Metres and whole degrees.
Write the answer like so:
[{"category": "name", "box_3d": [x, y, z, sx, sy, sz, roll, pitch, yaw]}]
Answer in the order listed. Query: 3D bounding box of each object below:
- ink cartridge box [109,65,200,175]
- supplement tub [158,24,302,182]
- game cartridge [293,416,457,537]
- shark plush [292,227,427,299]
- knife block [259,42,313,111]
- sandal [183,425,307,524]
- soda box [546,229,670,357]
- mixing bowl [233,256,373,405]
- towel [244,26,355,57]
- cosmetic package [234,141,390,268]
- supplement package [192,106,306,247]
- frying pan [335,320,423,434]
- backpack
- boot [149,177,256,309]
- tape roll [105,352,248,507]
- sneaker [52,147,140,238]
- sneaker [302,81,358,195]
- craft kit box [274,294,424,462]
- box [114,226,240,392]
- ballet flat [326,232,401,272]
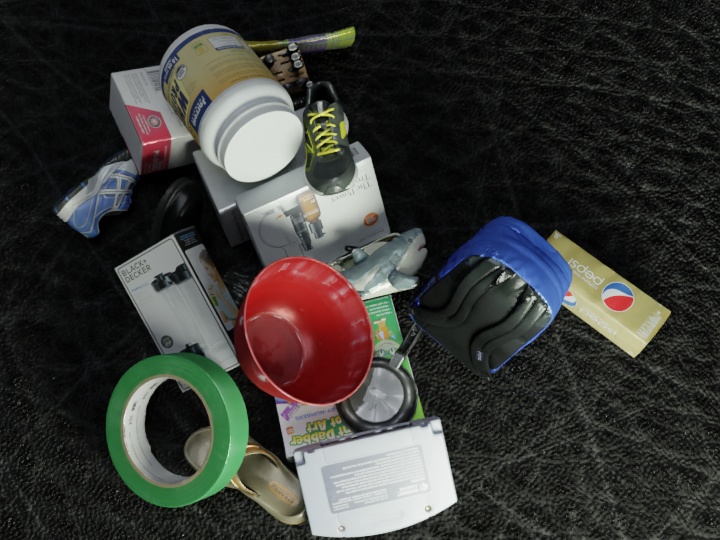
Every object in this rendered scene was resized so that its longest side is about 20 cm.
[{"category": "ink cartridge box", "box_3d": [-0.273, -0.248, 1.334, 0.200, 0.084, 0.145, -17, 66, -26]}, {"category": "supplement tub", "box_3d": [-0.182, -0.234, 1.198, 0.144, 0.145, 0.200, -32, 60, -11]}, {"category": "game cartridge", "box_3d": [0.021, 0.279, 1.126, 0.199, 0.041, 0.133, -12, 92, -1]}, {"category": "shark plush", "box_3d": [0.000, 0.000, 1.218, 0.199, 0.091, 0.084, -13, 88, 7]}, {"category": "knife block", "box_3d": [-0.122, -0.317, 1.323, 0.064, 0.176, 0.200, -19, 56, -7]}, {"category": "sandal", "box_3d": [-0.151, 0.272, 1.155, 0.200, 0.054, 0.080, 30, 71, 14]}, {"category": "soda box", "box_3d": [0.339, 0.033, 1.229, 0.200, 0.068, 0.064, 39, 73, 17]}, {"category": "mixing bowl", "box_3d": [-0.093, 0.092, 1.134, 0.200, 0.108, 0.201, 17, 61, -33]}, {"category": "towel", "box_3d": [-0.110, -0.369, 1.385, 0.199, 0.144, 0.023, -8, 99, -2]}, {"category": "cosmetic package", "box_3d": [-0.066, -0.080, 1.247, 0.200, 0.151, 0.052, -26, 46, -8]}, {"category": "supplement package", "box_3d": [-0.135, -0.143, 1.297, 0.200, 0.117, 0.117, -23, 67, -8]}, {"category": "frying pan", "box_3d": [0.052, 0.150, 1.171, 0.190, 0.031, 0.115, -37, 72, -9]}, {"category": "backpack", "box_3d": [0.183, 0.017, 1.154, 0.162, 0.200, 0.168, 36, 54, -2]}, {"category": "boot", "box_3d": [-0.222, -0.015, 1.234, 0.157, 0.079, 0.212, 20, 109, 14]}, {"category": "tape roll", "box_3d": [-0.247, 0.211, 1.140, 0.200, 0.048, 0.201, 0, 89, 24]}, {"category": "sneaker", "box_3d": [-0.387, -0.132, 1.338, 0.200, 0.076, 0.077, -47, 111, -25]}, {"category": "sneaker", "box_3d": [-0.053, -0.184, 1.177, 0.074, 0.085, 0.200, -14, 46, 4]}, {"category": "craft kit box", "box_3d": [-0.028, 0.151, 1.209, 0.199, 0.049, 0.198, -14, 70, -4]}, {"category": "box", "box_3d": [-0.240, 0.054, 1.183, 0.116, 0.060, 0.200, -25, 94, 24]}, {"category": "ballet flat", "box_3d": [-0.014, -0.001, 1.260, 0.200, 0.069, 0.070, -29, 69, -9]}]
